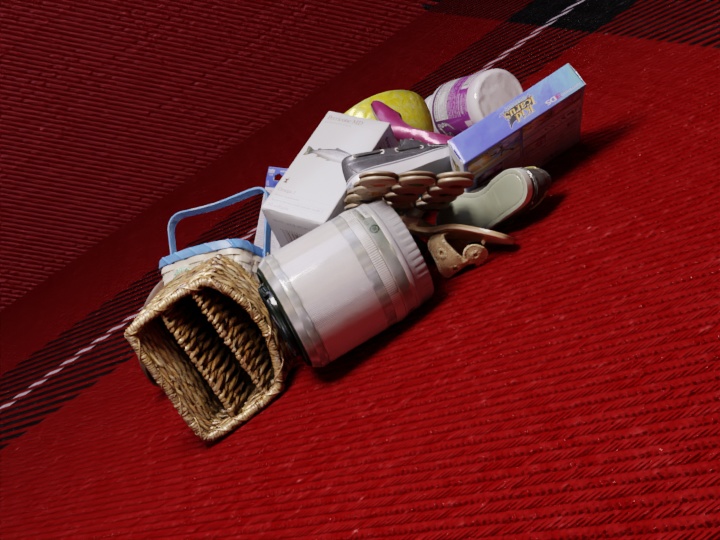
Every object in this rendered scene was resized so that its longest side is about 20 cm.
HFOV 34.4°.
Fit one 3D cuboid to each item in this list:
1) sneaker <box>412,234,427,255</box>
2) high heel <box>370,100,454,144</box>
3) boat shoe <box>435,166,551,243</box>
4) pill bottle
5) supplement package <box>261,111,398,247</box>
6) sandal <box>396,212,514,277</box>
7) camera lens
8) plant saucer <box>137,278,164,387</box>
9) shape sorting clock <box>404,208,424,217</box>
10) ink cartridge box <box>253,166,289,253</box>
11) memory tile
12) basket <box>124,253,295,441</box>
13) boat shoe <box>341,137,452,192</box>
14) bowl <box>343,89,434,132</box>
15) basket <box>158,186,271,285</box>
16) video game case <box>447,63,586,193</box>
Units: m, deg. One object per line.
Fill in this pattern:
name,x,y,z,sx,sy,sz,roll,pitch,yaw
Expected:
sneaker,0.000,0.000,1.649,0.199,0.082,0.073,-38,-6,-21
high heel,0.099,-0.206,1.745,0.096,0.200,0.067,-40,-22,2
boat shoe,0.181,-0.087,1.596,0.060,0.072,0.201,-13,-8,-37
pill bottle,0.189,-0.281,2.027,0.112,0.113,0.199,-42,17,-22
supplement package,-0.034,-0.117,1.708,0.116,0.118,0.201,14,58,31
sandal,0.118,-0.026,1.564,0.211,0.077,0.070,14,86,47
camera lens,-0.024,0.018,1.515,0.199,0.161,0.160,-30,16,-8
plant saucer,-0.308,0.085,1.866,0.036,0.202,0.201,15,38,17
shape sorting clock,0.055,-0.109,1.936,0.199,0.039,0.200,-30,21,13
ink cartridge box,-0.127,-0.057,1.802,0.119,0.042,0.202,-165,84,-66
memory tile,0.059,-0.102,1.536,0.151,0.017,0.200,0,-8,-8
basket,-0.187,0.100,1.556,0.142,0.201,0.149,-24,17,26
boat shoe,0.064,-0.155,1.638,0.198,0.067,0.070,-18,-24,-17
bowl,0.044,-0.182,1.872,0.198,0.108,0.201,-23,-28,-13
basket,-0.203,-0.013,1.701,0.175,0.139,0.202,-18,59,23
video game case,0.219,-0.182,1.629,0.199,0.046,0.181,-33,-19,-3
